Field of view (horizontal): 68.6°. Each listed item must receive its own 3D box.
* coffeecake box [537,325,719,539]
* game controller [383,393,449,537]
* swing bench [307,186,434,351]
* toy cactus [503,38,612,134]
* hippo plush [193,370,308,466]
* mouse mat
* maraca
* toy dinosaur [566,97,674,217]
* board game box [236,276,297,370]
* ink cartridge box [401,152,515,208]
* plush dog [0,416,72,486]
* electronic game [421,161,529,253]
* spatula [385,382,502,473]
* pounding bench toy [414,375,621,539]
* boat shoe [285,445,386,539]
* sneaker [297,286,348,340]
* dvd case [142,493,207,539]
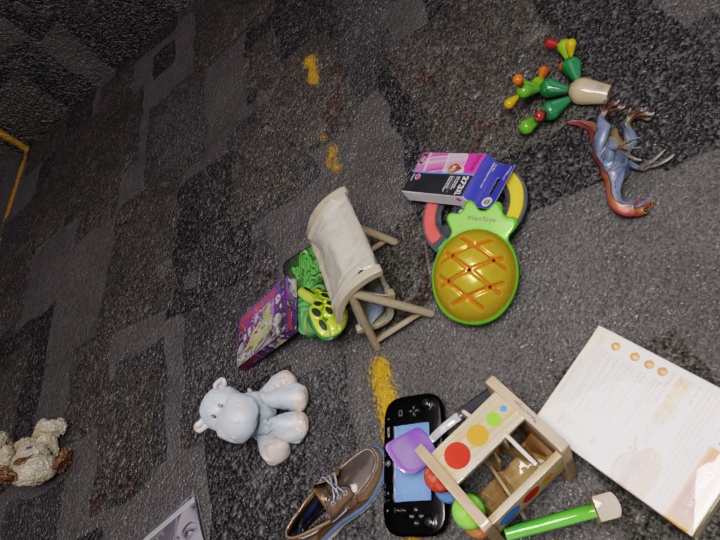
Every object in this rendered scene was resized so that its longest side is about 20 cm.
[{"bbox_3d":[0.342,0.187,0.636,0.200,0.073,0.154,34,87,44],"label":"coffeecake box"},{"bbox_3d":[0.081,0.287,0.791,0.104,0.042,0.201,-13,57,24],"label":"game controller"},{"bbox_3d":[0.000,0.000,0.915,0.130,0.200,0.199,-34,49,16],"label":"swing bench"},{"bbox_3d":[0.356,-0.330,0.932,0.165,0.102,0.200,21,69,32],"label":"toy cactus"},{"bbox_3d":[-0.199,0.239,0.951,0.200,0.161,0.160,20,77,42],"label":"hippo plush"},{"bbox_3d":[-0.092,0.022,1.107,0.161,0.008,0.201,-30,49,19],"label":"mouse mat"},{"bbox_3d":[0.184,-0.014,0.840,0.136,0.107,0.201,7,82,19],"label":"maraca"},{"bbox_3d":[0.405,-0.167,0.826,0.200,0.105,0.182,173,113,-77],"label":"toy dinosaur"},{"bbox_3d":[-0.192,0.110,1.074,0.200,0.032,0.120,-38,40,38],"label":"board game box"},{"bbox_3d":[0.171,-0.165,0.955,0.200,0.037,0.095,17,71,47],"label":"ink cartridge box"},{"bbox_3d":[-0.811,0.469,1.291,0.171,0.199,0.161,10,104,50],"label":"plush dog"},{"bbox_3d":[0.200,-0.108,0.941,0.199,0.042,0.201,-18,55,28],"label":"electronic game"},{"bbox_3d":[0.132,0.223,0.771,0.200,0.021,0.057,-33,57,-7],"label":"spatula"},{"bbox_3d":[0.187,0.269,0.646,0.156,0.124,0.200,-41,48,-8],"label":"pounding bench toy"},{"bbox_3d":[-0.037,0.354,0.821,0.200,0.072,0.072,-52,47,0],"label":"boat shoe"},{"bbox_3d":[-0.073,0.091,0.981,0.200,0.074,0.084,-138,53,-68],"label":"sneaker"},{"bbox_3d":[-0.337,0.544,0.973,0.149,0.016,0.200,-41,47,10],"label":"dvd case"}]
